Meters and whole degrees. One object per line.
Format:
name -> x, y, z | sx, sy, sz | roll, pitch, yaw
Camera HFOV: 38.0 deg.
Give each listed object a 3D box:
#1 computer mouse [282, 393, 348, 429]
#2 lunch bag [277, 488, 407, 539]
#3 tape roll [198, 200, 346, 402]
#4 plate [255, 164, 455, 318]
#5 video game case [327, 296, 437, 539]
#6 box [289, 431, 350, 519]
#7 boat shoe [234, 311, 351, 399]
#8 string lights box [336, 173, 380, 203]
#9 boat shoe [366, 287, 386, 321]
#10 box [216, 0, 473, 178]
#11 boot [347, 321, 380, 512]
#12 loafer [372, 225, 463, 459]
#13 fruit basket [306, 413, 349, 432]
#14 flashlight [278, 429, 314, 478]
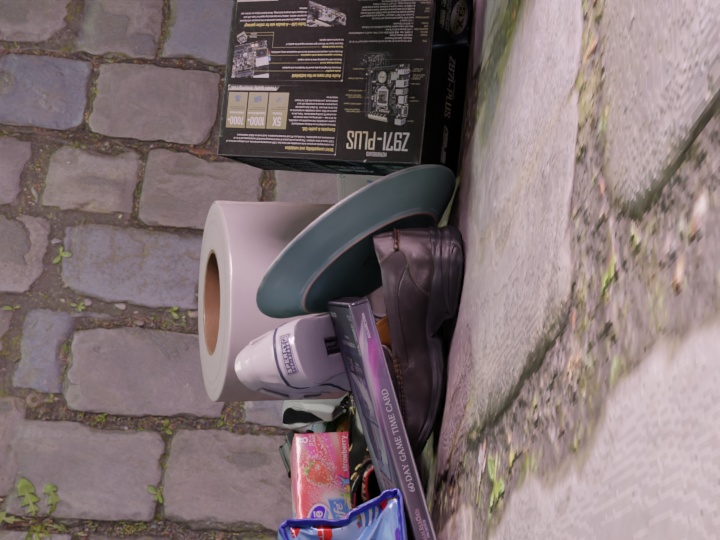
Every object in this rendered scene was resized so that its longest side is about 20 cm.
computer mouse -> -0.035, 0.141, 1.202 | 0.199, 0.044, 0.110 | -20, 18, 49
lunch bag -> 0.007, 0.276, 0.740 | 0.151, 0.092, 0.203 | 101, 154, -69
tape roll -> -0.089, 0.034, 1.088 | 0.202, 0.136, 0.207 | 180, 90, -72
plate -> 0.003, -0.014, 0.873 | 0.026, 0.198, 0.201 | 55, 162, 19
video game case -> 0.017, 0.120, 0.789 | 0.143, 0.019, 0.204 | 173, 82, -82
box -> -0.021, 0.277, 1.086 | 0.095, 0.100, 0.204 | 102, 166, -65
boat shoe -> -0.044, 0.071, 0.878 | 0.200, 0.064, 0.075 | 23, -127, -69
string lights box -> 0.026, -0.158, 1.242 | 0.104, 0.058, 0.203 | 87, -163, -55
boat shoe -> 0.000, 0.000, 1.136 | 0.200, 0.071, 0.067 | -113, 33, -69
box -> -0.013, -0.169, 0.899 | 0.086, 0.197, 0.167 | 9, -94, -63
boot -> 0.020, 0.161, 0.967 | 0.151, 0.072, 0.204 | -96, 11, -79
loafer -> 0.035, 0.058, 0.849 | 0.073, 0.071, 0.204 | -94, 9, -71
fruit basket -> -0.010, 0.243, 1.266 | 0.202, 0.092, 0.187 | -99, 20, -46
flashlight -> -0.034, 0.282, 1.198 | 0.068, 0.067, 0.202 | -59, 44, 35
